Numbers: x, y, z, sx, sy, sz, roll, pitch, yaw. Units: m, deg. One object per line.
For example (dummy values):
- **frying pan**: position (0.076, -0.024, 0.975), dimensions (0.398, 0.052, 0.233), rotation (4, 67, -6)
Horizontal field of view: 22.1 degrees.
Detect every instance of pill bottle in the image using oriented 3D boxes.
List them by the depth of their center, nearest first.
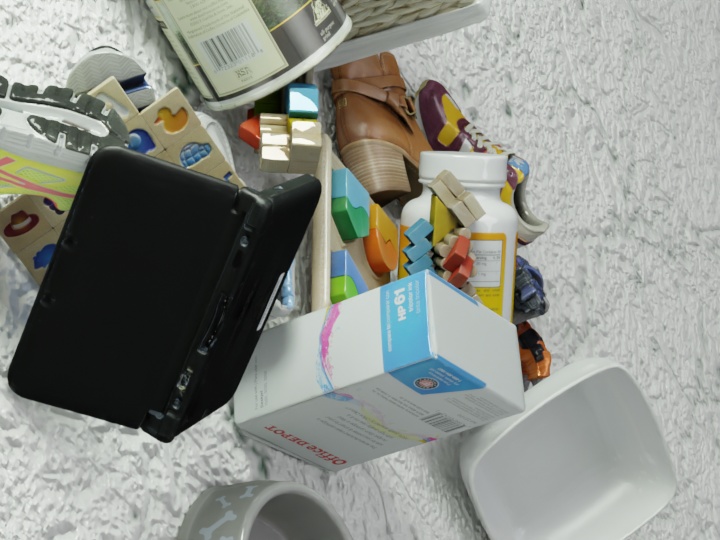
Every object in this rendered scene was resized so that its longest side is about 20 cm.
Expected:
- **pill bottle**: position (0.090, -0.009, 1.719), dimensions (0.111, 0.111, 0.201), rotation (-7, 101, -59)

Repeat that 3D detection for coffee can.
- **coffee can**: position (-0.117, -0.256, 1.539), dimensions (0.201, 0.146, 0.147), rotation (59, 33, -21)

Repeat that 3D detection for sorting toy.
- **sorting toy**: position (0.000, 0.000, 1.644), dimensions (0.200, 0.036, 0.186), rotation (55, 31, -58)

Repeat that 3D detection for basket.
- **basket**: position (0.013, -0.292, 1.705), dimensions (0.123, 0.199, 0.136), rotation (49, 38, -41)

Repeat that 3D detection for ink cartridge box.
- **ink cartridge box**: position (0.013, 0.087, 1.519), dimensions (0.144, 0.199, 0.085), rotation (32, 45, -48)

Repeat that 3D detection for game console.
- **game console**: position (-0.137, 0.008, 1.326), dimensions (0.116, 0.201, 0.176), rotation (29, 20, 12)

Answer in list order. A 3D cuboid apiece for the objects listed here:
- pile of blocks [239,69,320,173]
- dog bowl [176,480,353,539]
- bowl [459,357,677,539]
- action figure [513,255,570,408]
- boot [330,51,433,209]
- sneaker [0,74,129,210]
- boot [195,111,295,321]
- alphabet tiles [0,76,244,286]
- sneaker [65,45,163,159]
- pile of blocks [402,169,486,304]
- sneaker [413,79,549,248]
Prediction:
- **pile of blocks**: position (-0.072, -0.132, 1.559), dimensions (0.200, 0.062, 0.083), rotation (-123, -144, -77)
- **dog bowl**: position (-0.063, 0.257, 1.443), dimensions (0.200, 0.058, 0.201), rotation (33, 49, -47)
- **bowl**: position (0.193, 0.188, 1.791), dimensions (0.075, 0.199, 0.201), rotation (42, -17, 56)
- **action figure**: position (0.147, 0.056, 1.850), dimensions (0.200, 0.104, 0.194), rotation (-27, 94, -84)
- **boot**: position (0.044, -0.135, 1.811), dimensions (0.200, 0.073, 0.156), rotation (13, 60, -58)
- **sneaker**: position (-0.265, -0.091, 1.260), dimensions (0.199, 0.090, 0.078), rotation (21, 43, -14)
- **boot**: position (-0.097, -0.046, 1.509), dimensions (0.073, 0.095, 0.201), rotation (16, 61, -55)
- **alphabet tiles**: position (-0.167, -0.035, 1.354), dimensions (0.200, 0.166, 0.006), rotation (56, -4, -25)
- **sneaker**: position (-0.175, -0.086, 1.405), dimensions (0.115, 0.080, 0.201), rotation (-109, -171, -67)
- **pile of blocks**: position (0.071, 0.013, 1.629), dimensions (0.062, 0.082, 0.201), rotation (-149, -124, -79)
- **sneaker**: position (0.128, -0.116, 1.915), dimensions (0.201, 0.090, 0.075), rotation (63, 32, -15)
